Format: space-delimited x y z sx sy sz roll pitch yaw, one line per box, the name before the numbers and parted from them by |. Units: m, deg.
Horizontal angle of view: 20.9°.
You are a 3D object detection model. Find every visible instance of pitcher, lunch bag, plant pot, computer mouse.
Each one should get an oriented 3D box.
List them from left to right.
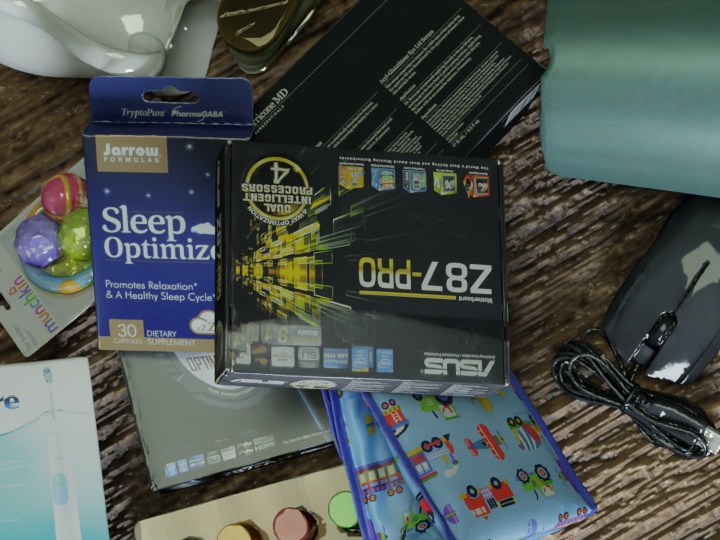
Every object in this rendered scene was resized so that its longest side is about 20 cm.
pitcher | -0.217 -0.192 1.442 0.198 0.172 0.122 22 106 6
lunch bag | 0.053 0.108 1.380 0.094 0.150 0.202 -36 71 43
plant pot | 0.233 -0.139 1.397 0.194 0.200 0.203 4 81 13
computer mouse | 0.241 0.025 1.431 0.138 0.053 0.201 30 85 9

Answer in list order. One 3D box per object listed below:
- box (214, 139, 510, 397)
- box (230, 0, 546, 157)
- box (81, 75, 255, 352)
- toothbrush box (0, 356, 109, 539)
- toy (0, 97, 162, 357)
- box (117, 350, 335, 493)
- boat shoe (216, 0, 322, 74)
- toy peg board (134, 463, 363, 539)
box | 0.000 0.000 1.322 0.198 0.049 0.163 4 75 -14
box | 0.018 -0.111 1.433 0.141 0.079 0.200 42 70 7
box | -0.132 -0.037 1.384 0.120 0.032 0.202 1 113 6
toothbrush box | -0.261 0.172 1.409 0.145 0.085 0.202 -6 81 -18
toy | -0.207 -0.044 1.460 0.200 0.047 0.115 -39 53 -5
box | -0.076 0.062 1.454 0.198 0.044 0.162 -15 80 2
boat shoe | -0.040 -0.243 1.499 0.073 0.063 0.202 27 78 13
toy peg board | -0.052 0.251 1.396 0.197 0.098 0.202 -15 80 2
